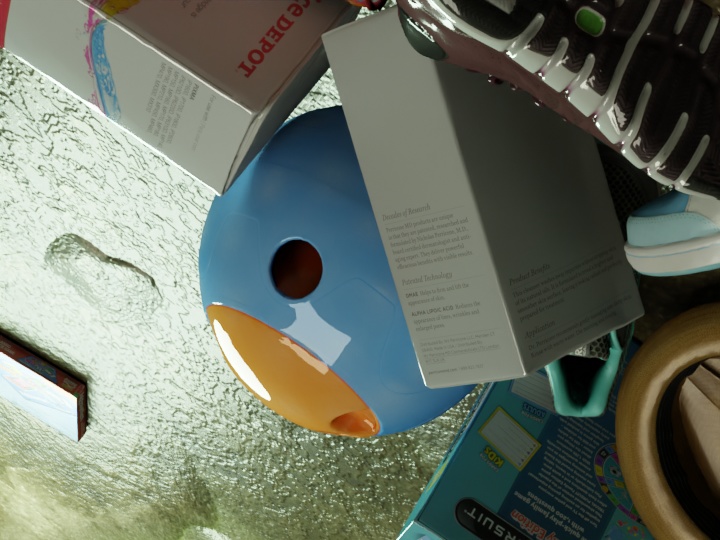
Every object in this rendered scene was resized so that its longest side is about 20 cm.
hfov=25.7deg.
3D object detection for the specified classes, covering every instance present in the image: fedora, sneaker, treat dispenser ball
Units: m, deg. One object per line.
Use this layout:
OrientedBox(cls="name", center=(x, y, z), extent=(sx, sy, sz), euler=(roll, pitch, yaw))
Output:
OrientedBox(cls="fedora", center=(0.253, 0.107, 0.951), extent=(0.199, 0.082, 0.203), euler=(10, 107, 32))
OrientedBox(cls="sneaker", center=(0.139, 0.008, 0.927), extent=(0.076, 0.092, 0.201), euler=(1, 134, 7))
OrientedBox(cls="sneaker", center=(0.196, -0.080, 0.762), extent=(0.199, 0.079, 0.132), euler=(-22, 93, 40))
OrientedBox(cls="sneaker", center=(0.094, -0.102, 0.722), extent=(0.199, 0.076, 0.115), euler=(33, 173, -21))
OrientedBox(cls="treat dispenser ball", center=(0.000, 0.000, 0.962), extent=(0.199, 0.202, 0.202), euler=(24, 147, 17))

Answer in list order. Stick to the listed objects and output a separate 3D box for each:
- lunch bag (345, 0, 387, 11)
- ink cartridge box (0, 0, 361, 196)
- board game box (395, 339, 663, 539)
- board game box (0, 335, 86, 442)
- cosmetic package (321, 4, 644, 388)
OrientedBox(cls="lunch bag", center=(-0.056, -0.210, 0.809), extent=(0.199, 0.082, 0.176), euler=(34, -177, 2))
OrientedBox(cls="ink cartridge box", center=(-0.114, -0.161, 0.901), extent=(0.199, 0.148, 0.086), euler=(35, 142, 1))
OrientedBox(cls="board game box", center=(0.134, 0.131, 1.012), extent=(0.150, 0.201, 0.047), euler=(34, 149, 1))
OrientedBox(cls="board game box", center=(-0.368, 0.099, 1.615), extent=(0.199, 0.020, 0.103), euler=(30, 150, 9))
OrientedBox(cls="cosmetic package", center=(0.067, -0.050, 0.843), extent=(0.081, 0.112, 0.202), euler=(-13, 94, 48))
